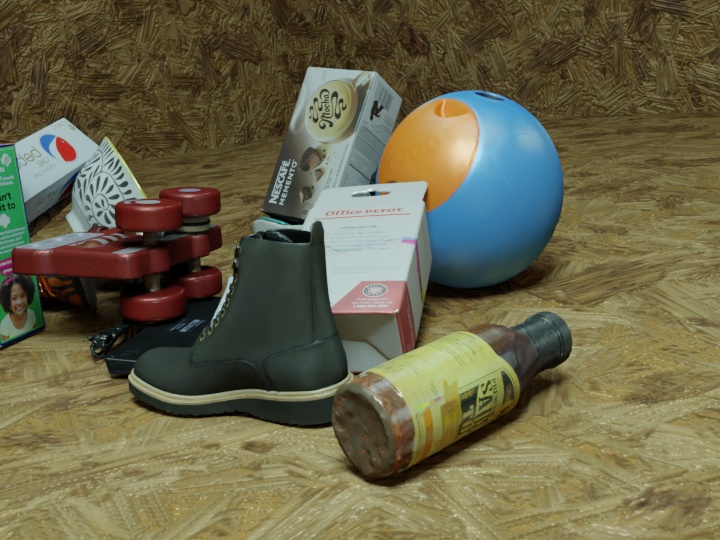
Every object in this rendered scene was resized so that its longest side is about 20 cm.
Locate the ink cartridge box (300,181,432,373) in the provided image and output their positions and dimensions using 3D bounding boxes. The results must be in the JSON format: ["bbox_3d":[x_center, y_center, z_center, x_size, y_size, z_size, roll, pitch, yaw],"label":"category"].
[{"bbox_3d":[0.000,0.000,0.749,0.114,0.069,0.202,-2,36,16],"label":"ink cartridge box"}]

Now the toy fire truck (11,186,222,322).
[{"bbox_3d":[-0.240,-0.026,0.883,0.164,0.115,0.200,5,14,17],"label":"toy fire truck"}]

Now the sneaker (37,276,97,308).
[{"bbox_3d":[-0.377,0.019,0.987,0.110,0.079,0.199,-19,8,-25],"label":"sneaker"}]

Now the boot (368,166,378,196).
[{"bbox_3d":[0.121,-0.107,1.087,0.157,0.080,0.210,37,33,21],"label":"boot"}]

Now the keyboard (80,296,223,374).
[{"bbox_3d":[-0.189,0.060,0.826,0.124,0.021,0.200,4,15,14],"label":"keyboard"}]

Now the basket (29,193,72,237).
[{"bbox_3d":[-0.480,-0.039,1.091,0.198,0.145,0.148,-30,-38,26],"label":"basket"}]

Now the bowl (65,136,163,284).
[{"bbox_3d":[-0.303,-0.053,1.048,0.093,0.203,0.200,-33,21,-13],"label":"bowl"}]

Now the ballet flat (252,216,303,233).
[{"bbox_3d":[-0.079,-0.027,1.033,0.069,0.071,0.198,-17,17,-38],"label":"ballet flat"}]

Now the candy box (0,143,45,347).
[{"bbox_3d":[-0.438,-0.026,0.894,0.165,0.205,0.077,-1,14,20],"label":"candy box"}]

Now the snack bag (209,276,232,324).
[{"bbox_3d":[-0.053,0.030,0.850,0.184,0.022,0.200,-3,15,-1],"label":"snack bag"}]

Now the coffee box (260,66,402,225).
[{"bbox_3d":[-0.036,-0.148,1.080,0.111,0.204,0.079,13,-9,34],"label":"coffee box"}]

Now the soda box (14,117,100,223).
[{"bbox_3d":[-0.391,-0.113,1.011,0.064,0.068,0.201,-49,8,27],"label":"soda box"}]

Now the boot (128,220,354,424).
[{"bbox_3d":[-0.098,0.033,0.639,0.196,0.142,0.077,-1,14,24],"label":"boot"}]

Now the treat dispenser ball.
[{"bbox_3d":[0.113,-0.084,0.884,0.196,0.206,0.201,-6,13,1],"label":"treat dispenser ball"}]

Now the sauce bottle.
[{"bbox_3d":[0.071,0.072,0.561,0.198,0.068,0.065,-19,19,-38],"label":"sauce bottle"}]
